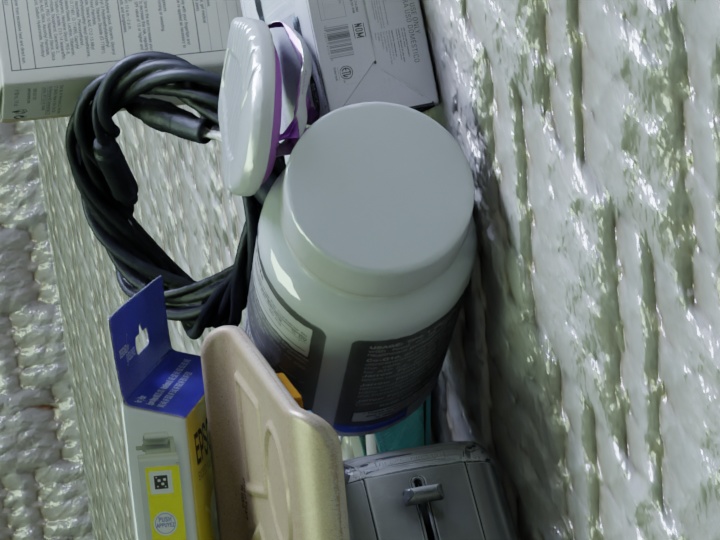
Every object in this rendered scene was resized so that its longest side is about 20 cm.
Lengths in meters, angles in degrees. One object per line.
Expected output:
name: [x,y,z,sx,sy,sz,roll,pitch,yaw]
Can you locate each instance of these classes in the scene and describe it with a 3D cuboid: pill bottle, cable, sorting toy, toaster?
pill bottle: [0.000,0.000,1.452,0.200,0.113,0.114,104,152,-64]
cable: [-0.111,-0.041,1.630,0.163,0.051,0.200,47,144,-6]
sorting toy: [-0.034,0.136,1.419,0.200,0.036,0.186,-144,47,-69]
toaster: [0.028,0.174,1.495,0.200,0.113,0.130,106,154,-68]

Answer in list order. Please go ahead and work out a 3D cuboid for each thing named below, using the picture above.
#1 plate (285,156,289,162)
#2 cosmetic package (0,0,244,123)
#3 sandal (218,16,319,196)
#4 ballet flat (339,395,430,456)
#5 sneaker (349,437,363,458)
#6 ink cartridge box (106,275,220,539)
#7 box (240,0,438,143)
plate: [-0.041,0.012,1.868,0.200,0.032,0.201,156,102,-78]
cosmetic package: [-0.123,-0.155,1.669,0.073,0.199,0.104,120,143,-72]
sandal: [-0.045,-0.094,1.458,0.203,0.050,0.083,-105,22,-70]
ballet flat: [0.012,0.129,1.624,0.067,0.070,0.201,-134,34,-69]
sneaker: [-0.025,0.042,1.691,0.073,0.084,0.201,154,103,-76]
ink cartridge box: [-0.098,0.111,1.558,0.198,0.047,0.201,-60,-33,-82]
box: [-0.017,-0.132,1.541,0.200,0.060,0.117,161,97,-78]
